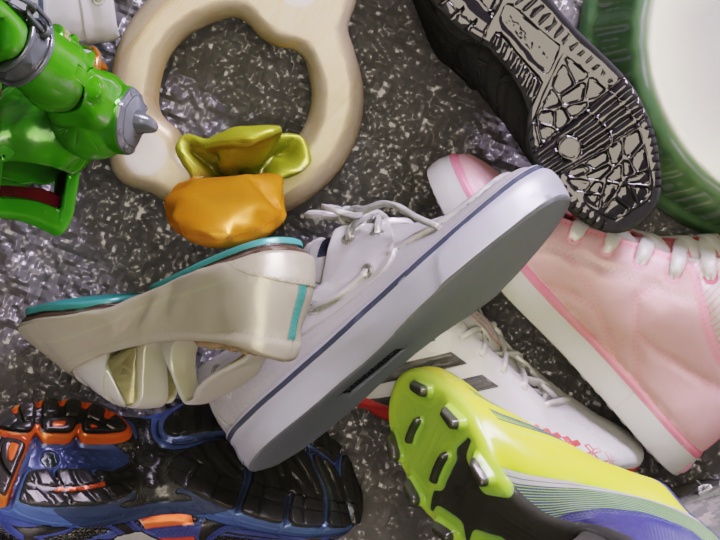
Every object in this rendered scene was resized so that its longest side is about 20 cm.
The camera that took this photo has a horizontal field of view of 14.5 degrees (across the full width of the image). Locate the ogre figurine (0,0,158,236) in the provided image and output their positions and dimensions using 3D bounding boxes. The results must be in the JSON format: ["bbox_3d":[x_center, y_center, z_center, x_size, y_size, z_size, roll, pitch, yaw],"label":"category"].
[{"bbox_3d":[-0.178,-0.077,1.311,0.120,0.200,0.098,27,48,-28],"label":"ogre figurine"}]

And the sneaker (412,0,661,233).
[{"bbox_3d":[0.073,-0.107,1.357,0.060,0.104,0.200,-36,94,-2],"label":"sneaker"}]

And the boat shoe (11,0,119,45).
[{"bbox_3d":[-0.145,-0.205,1.359,0.066,0.074,0.201,-1,104,-8],"label":"boat shoe"}]

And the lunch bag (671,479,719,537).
[{"bbox_3d":[0.140,0.189,1.340,0.199,0.168,0.140,-23,94,-4],"label":"lunch bag"}]

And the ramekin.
[{"bbox_3d":[0.211,-0.110,1.371,0.199,0.098,0.201,0,92,-5],"label":"ramekin"}]

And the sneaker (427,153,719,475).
[{"bbox_3d":[0.127,-0.003,1.374,0.105,0.075,0.200,-41,102,10],"label":"sneaker"}]

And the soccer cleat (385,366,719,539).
[{"bbox_3d":[0.091,0.106,1.296,0.084,0.200,0.065,-11,125,-41],"label":"soccer cleat"}]

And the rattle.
[{"bbox_3d":[-0.051,-0.118,1.334,0.130,0.143,0.201,27,96,13],"label":"rattle"}]

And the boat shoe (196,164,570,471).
[{"bbox_3d":[0.001,0.001,1.319,0.202,0.075,0.086,-41,73,18],"label":"boat shoe"}]

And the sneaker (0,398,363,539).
[{"bbox_3d":[-0.095,0.106,1.372,0.199,0.079,0.076,7,55,-18],"label":"sneaker"}]

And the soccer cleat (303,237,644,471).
[{"bbox_3d":[0.049,0.047,1.378,0.199,0.069,0.085,19,102,0],"label":"soccer cleat"}]

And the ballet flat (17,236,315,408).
[{"bbox_3d":[-0.093,0.033,1.311,0.069,0.200,0.070,10,74,-38],"label":"ballet flat"}]
